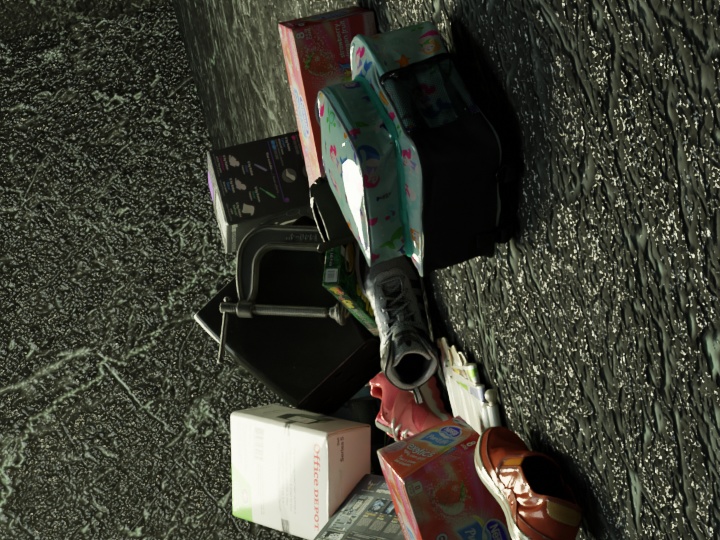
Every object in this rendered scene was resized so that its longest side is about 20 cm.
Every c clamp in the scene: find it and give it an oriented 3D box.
[{"bbox_3d":[-0.085,0.027,1.769,0.027,0.197,0.173,24,-116,-73],"label":"c clamp"}]

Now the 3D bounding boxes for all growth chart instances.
[{"bbox_3d":[0.120,0.153,1.508,0.200,0.018,0.147,-135,33,-73],"label":"growth chart"}]

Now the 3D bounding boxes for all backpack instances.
[{"bbox_3d":[0.041,-0.112,1.238,0.179,0.149,0.201,85,172,-48],"label":"backpack"}]

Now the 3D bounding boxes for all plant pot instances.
[{"bbox_3d":[-0.061,0.075,1.861,0.178,0.200,0.199,50,-171,20],"label":"plant pot"}]

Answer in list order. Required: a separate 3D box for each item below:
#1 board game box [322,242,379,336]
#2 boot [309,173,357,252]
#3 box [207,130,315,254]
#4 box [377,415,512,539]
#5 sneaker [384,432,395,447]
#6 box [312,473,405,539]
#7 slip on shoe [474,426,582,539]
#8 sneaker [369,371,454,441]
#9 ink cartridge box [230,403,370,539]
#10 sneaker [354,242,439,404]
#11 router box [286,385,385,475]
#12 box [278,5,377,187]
[{"bbox_3d":[0.000,0.000,1.684,0.200,0.023,0.106,47,-132,-64],"label":"board game box"},{"bbox_3d":[-0.002,-0.123,1.472,0.078,0.137,0.202,97,158,-65],"label":"boot"},{"bbox_3d":[-0.092,-0.109,1.839,0.122,0.197,0.107,106,148,-72],"label":"box"},{"bbox_3d":[0.102,0.268,1.459,0.095,0.102,0.202,-142,32,-69],"label":"box"},{"bbox_3d":[0.071,0.287,1.817,0.084,0.076,0.203,140,115,-84],"label":"sneaker"},{"bbox_3d":[0.026,0.325,1.706,0.051,0.158,0.199,50,153,-20],"label":"box"},{"bbox_3d":[0.153,0.187,1.259,0.062,0.073,0.200,-64,15,15],"label":"slip on shoe"},{"bbox_3d":[0.065,0.187,1.672,0.201,0.086,0.074,-113,12,-50],"label":"sneaker"},{"bbox_3d":[-0.080,0.267,1.876,0.199,0.083,0.148,6,99,46],"label":"ink cartridge box"},{"bbox_3d":[0.046,0.051,1.601,0.114,0.075,0.202,-107,2,-69],"label":"sneaker"},{"bbox_3d":[-0.006,0.265,1.968,0.062,0.149,0.202,-37,68,42],"label":"router box"},{"bbox_3d":[-0.023,-0.191,1.615,0.095,0.098,0.203,-132,30,-71],"label":"box"}]
